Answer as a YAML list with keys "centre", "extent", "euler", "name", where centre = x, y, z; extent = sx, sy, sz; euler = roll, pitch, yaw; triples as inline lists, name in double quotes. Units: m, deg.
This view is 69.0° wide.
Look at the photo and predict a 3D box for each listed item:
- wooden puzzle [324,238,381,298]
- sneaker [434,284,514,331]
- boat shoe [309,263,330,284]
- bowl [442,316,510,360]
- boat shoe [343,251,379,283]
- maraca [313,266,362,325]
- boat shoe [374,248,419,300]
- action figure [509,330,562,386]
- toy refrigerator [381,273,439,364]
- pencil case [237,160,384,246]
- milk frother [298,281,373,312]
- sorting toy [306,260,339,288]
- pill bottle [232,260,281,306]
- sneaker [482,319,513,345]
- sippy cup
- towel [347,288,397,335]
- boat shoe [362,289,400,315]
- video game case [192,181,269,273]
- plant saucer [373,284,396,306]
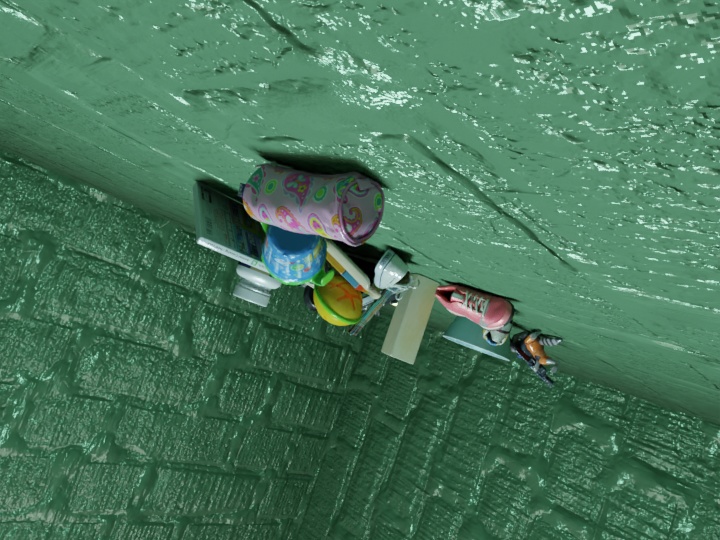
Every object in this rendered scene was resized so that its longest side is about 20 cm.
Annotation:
- centre: [-0.036, -0.009, 1.179]
  extent: [0.185, 0.037, 0.200]
  euler: [45, 178, 13]
  name: "wooden puzzle"
- centre: [0.237, 0.075, 1.131]
  extent: [0.086, 0.075, 0.199]
  euler: [26, 172, -36]
  name: "sneaker"
- centre: [-0.108, -0.007, 1.225]
  extent: [0.073, 0.063, 0.200]
  euler: [-13, -171, -5]
  name: "boat shoe"
- centre: [0.344, 0.173, 1.493]
  extent: [0.198, 0.107, 0.201]
  euler: [20, 175, 2]
  name: "bowl"
- centre: [0.002, 0.001, 1.311]
  extent: [0.198, 0.067, 0.074]
  euler: [15, 173, 46]
  name: "boat shoe"
- centre: [-0.055, 0.056, 1.264]
  extent: [0.136, 0.107, 0.201]
  euler: [33, -157, -23]
  name: "maraca"
- centre: [0.082, 0.015, 1.098]
  extent: [0.086, 0.075, 0.202]
  euler: [37, 170, 10]
  name: "boat shoe"
- centre: [0.514, 0.234, 1.496]
  extent: [0.200, 0.105, 0.193]
  euler: [46, 179, -1]
  name: "action figure"
- centre: [0.123, 0.115, 1.264]
  extent: [0.069, 0.203, 0.076]
  euler: [21, 173, -15]
  name: "toy refrigerator"
- centre: [-0.065, -0.088, 0.659]
  extent: [0.198, 0.089, 0.087]
  euler: [17, 174, 41]
  name: "pencil case"
- centre: [-0.074, 0.025, 1.621]
  extent: [0.186, 0.182, 0.201]
  euler: [22, 131, -19]
  name: "milk frother"
- centre: [-0.082, 0.022, 1.436]
  extent: [0.198, 0.108, 0.180]
  euler: [32, 178, -23]
  name: "sorting toy"
- centre: [-0.239, -0.020, 1.300]
  extent: [0.118, 0.203, 0.120]
  euler: [19, 174, 2]
  name: "pill bottle"
- centre: [0.328, 0.138, 1.292]
  extent: [0.074, 0.092, 0.200]
  euler: [19, 174, 12]
  name: "sneaker"
- centre: [-0.129, -0.053, 1.019]
  extent: [0.174, 0.142, 0.130]
  euler: [11, 164, -3]
  name: "sippy cup"
- centre: [0.045, 0.087, 1.331]
  extent: [0.022, 0.200, 0.147]
  euler: [41, 178, 9]
  name: "towel"
- centre: [0.047, 0.098, 1.518]
  extent: [0.197, 0.067, 0.070]
  euler: [-22, 180, -2]
  name: "boat shoe"
- centre: [-0.267, -0.090, 1.112]
  extent: [0.180, 0.022, 0.201]
  euler: [26, -153, -36]
  name: "video game case"
- centre: [0.123, 0.095, 1.861]
  extent: [0.197, 0.049, 0.200]
  euler: [20, 174, 9]
  name: "plant saucer"
